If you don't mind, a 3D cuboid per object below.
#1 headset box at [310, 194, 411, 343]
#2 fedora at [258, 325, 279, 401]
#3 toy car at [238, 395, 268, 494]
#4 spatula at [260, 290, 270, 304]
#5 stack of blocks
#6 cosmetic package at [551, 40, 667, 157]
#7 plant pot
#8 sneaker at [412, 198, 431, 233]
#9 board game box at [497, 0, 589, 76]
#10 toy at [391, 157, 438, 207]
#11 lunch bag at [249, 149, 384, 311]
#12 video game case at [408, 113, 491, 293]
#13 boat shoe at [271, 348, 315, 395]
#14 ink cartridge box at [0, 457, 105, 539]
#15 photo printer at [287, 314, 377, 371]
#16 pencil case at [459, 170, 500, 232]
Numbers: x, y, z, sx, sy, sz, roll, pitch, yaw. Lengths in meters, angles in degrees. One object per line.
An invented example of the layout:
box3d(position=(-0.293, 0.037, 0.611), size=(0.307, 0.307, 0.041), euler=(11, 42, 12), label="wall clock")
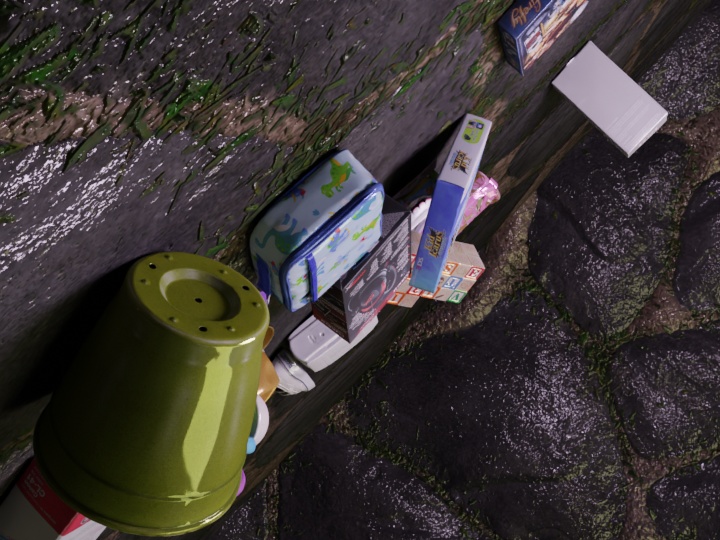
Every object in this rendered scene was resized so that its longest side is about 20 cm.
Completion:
box3d(position=(0.000, 0.000, 1.338), size=(0.149, 0.075, 0.200), euler=(-48, 160, -18), label="headset box")
box3d(position=(-0.178, 0.167, 1.380), size=(0.201, 0.082, 0.201), euler=(-44, 171, -9), label="fedora")
box3d(position=(-0.207, 0.241, 1.233), size=(0.174, 0.150, 0.200), euler=(16, 123, -45), label="toy car")
box3d(position=(-0.105, 0.016, 1.248), size=(0.200, 0.020, 0.057), euler=(-44, 155, -38), label="spatula")
box3d(position=(0.093, 0.001, 1.601), size=(0.199, 0.059, 0.115), euler=(10, 131, -32), label="stack of blocks")
box3d(position=(0.460, -0.316, 1.784), size=(0.107, 0.200, 0.090), euler=(-45, 169, 12), label="cosmetic package")
box3d(position=(-0.172, 0.095, 0.869), size=(0.200, 0.200, 0.194), euler=(-30, 150, -58), label="plant pot")
box3d(position=(0.081, -0.029, 1.663), size=(0.200, 0.088, 0.081), euler=(-44, 170, -1), label="sneaker")
box3d(position=(0.242, -0.335, 1.254), size=(0.136, 0.035, 0.200), euler=(-47, 170, 8), label="board game box")
box3d(position=(0.053, -0.077, 1.471), size=(0.200, 0.047, 0.115), euler=(-44, 169, -12), label="toy")
box3d(position=(-0.050, -0.037, 1.103), size=(0.161, 0.083, 0.200), euler=(-41, 168, -14), label="lunch bag")
box3d(position=(0.132, -0.098, 1.417), size=(0.182, 0.045, 0.201), euler=(-63, 169, -47), label="video game case")
box3d(position=(-0.132, 0.195, 1.739), size=(0.066, 0.072, 0.200), euler=(-40, 169, -5), label="boat shoe")
box3d(position=(-0.349, 0.282, 1.115), size=(0.200, 0.086, 0.147), euler=(-48, 171, 22), label="ink cartridge box")
box3d(position=(-0.045, 0.108, 1.719), size=(0.166, 0.070, 0.200), euler=(-38, 170, -4), label="photo printer")
box3d(position=(0.167, -0.100, 1.772), size=(0.200, 0.086, 0.083), euler=(-43, 139, -18), label="pencil case")
